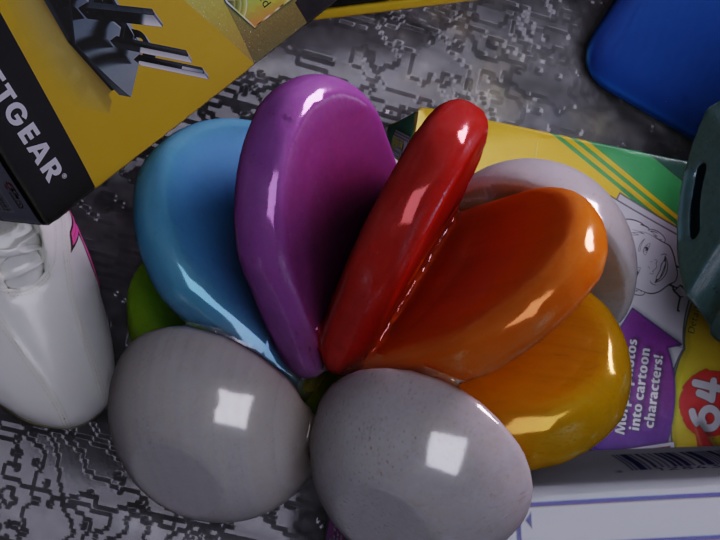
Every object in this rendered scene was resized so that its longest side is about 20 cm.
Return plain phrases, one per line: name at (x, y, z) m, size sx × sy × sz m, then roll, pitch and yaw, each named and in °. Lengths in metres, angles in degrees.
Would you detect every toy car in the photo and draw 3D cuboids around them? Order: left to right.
toy car at (0.000, 0.000, 0.779) m, size 0.151 × 0.199 × 0.175 m, roll 78°, pitch 31°, yaw -41°

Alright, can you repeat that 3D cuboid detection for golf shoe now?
golf shoe at (-0.155, -0.025, 0.843) m, size 0.072 × 0.092 × 0.201 m, roll -29°, pitch 97°, yaw -16°

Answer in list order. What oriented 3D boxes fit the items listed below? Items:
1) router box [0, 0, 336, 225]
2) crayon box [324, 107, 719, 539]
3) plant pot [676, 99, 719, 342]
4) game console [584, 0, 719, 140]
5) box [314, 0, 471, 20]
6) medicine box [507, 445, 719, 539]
router box at (-0.117, -0.142, 0.776) m, size 0.157 × 0.052 × 0.201 m, roll -41°, pitch 114°, yaw -24°
crayon box at (0.084, 0.045, 0.925) m, size 0.171 × 0.058 × 0.201 m, roll 10°, pitch 85°, yaw -16°
plant pot at (0.249, -0.014, 0.869) m, size 0.195 × 0.200 × 0.201 m, roll 18°, pitch 83°, yaw -26°
game console at (0.224, -0.136, 0.996) m, size 0.199 × 0.118 × 0.171 m, roll 29°, pitch 49°, yaw -14°
box at (-0.012, -0.202, 0.847) m, size 0.159 × 0.049 × 0.201 m, roll -5°, pitch 117°, yaw 7°
medicine box at (0.141, 0.174, 0.837) m, size 0.181 × 0.103 × 0.201 m, roll -3°, pitch 91°, yaw -2°
